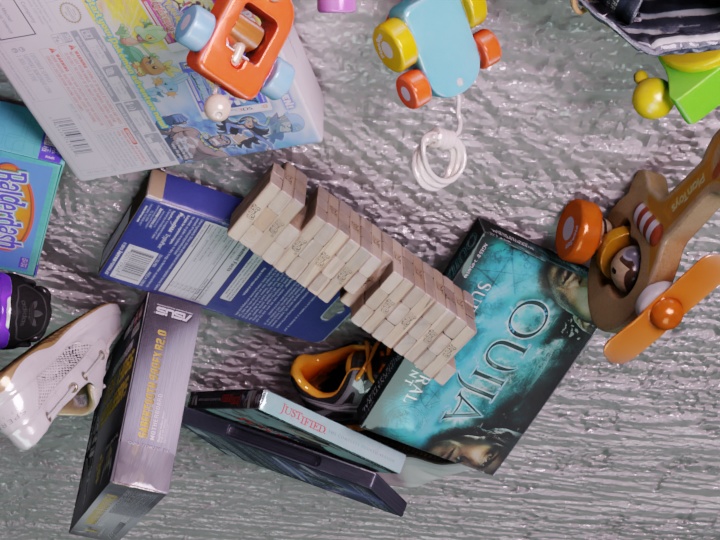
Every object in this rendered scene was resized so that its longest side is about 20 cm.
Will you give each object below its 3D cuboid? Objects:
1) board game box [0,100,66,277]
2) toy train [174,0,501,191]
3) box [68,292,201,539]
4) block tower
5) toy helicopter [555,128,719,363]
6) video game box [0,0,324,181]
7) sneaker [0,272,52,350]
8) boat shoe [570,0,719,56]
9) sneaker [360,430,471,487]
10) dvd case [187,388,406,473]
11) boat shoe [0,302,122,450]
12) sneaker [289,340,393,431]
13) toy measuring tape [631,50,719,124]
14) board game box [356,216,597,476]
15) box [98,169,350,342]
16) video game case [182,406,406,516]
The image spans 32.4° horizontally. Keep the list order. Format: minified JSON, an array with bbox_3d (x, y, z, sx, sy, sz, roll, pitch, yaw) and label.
[{"bbox_3d":[-0.317,-0.072,0.888,0.198,0.045,0.152,14,144,-16],"label":"board game box"},{"bbox_3d":[-0.012,-0.133,0.723,0.199,0.152,0.055,24,179,-33],"label":"toy train"},{"bbox_3d":[-0.193,0.130,1.045,0.048,0.160,0.200,15,154,-16],"label":"box"},{"bbox_3d":[0.000,0.000,0.911,0.199,0.054,0.058,37,112,-17],"label":"block tower"},{"bbox_3d":[0.211,-0.022,0.849,0.078,0.134,0.200,14,144,-15],"label":"toy helicopter"},{"bbox_3d":[-0.135,-0.145,0.773,0.180,0.047,0.201,-5,144,15],"label":"video game box"},{"bbox_3d":[-0.298,0.035,0.979,0.098,0.071,0.199,3,180,-31],"label":"sneaker"},{"bbox_3d":[0.120,-0.174,0.674,0.197,0.092,0.071,5,145,-3],"label":"boat shoe"},{"bbox_3d":[0.071,0.166,1.193,0.198,0.074,0.084,-11,152,33],"label":"sneaker"},{"bbox_3d":[-0.064,0.145,1.121,0.145,0.022,0.199,28,162,-21],"label":"dvd case"},{"bbox_3d":[-0.237,0.086,0.986,0.070,0.200,0.070,-31,98,23],"label":"boat shoe"},{"bbox_3d":[0.025,0.093,1.078,0.198,0.079,0.077,-18,136,28],"label":"sneaker"},{"bbox_3d":[0.240,-0.161,0.730,0.199,0.074,0.073,-38,133,13],"label":"toy measuring tape"},{"bbox_3d":[0.102,0.067,0.998,0.134,0.028,0.201,22,116,-19],"label":"board game box"},{"bbox_3d":[-0.094,-0.006,0.980,0.198,0.033,0.121,20,142,-21],"label":"box"},{"bbox_3d":[-0.062,0.181,1.169,0.198,0.019,0.143,15,164,19],"label":"video game case"}]
